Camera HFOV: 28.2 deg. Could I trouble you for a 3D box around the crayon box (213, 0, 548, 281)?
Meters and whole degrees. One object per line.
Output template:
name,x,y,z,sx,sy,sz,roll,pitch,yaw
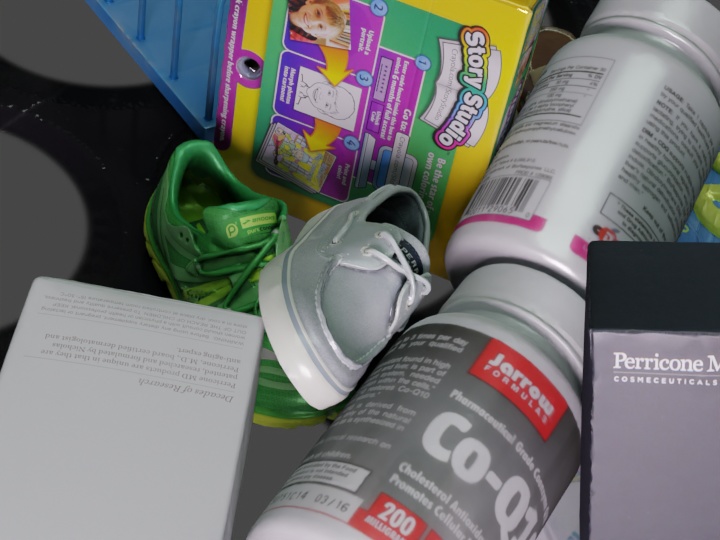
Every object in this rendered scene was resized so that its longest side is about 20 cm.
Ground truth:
crayon box,0.006,-0.111,0.845,0.170,0.202,0.059,21,44,8

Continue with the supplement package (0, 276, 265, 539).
supplement package,-0.117,0.121,0.647,0.115,0.118,0.202,10,44,-3

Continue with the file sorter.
file sorter,-0.094,-0.210,0.977,0.137,0.124,0.200,-21,54,-30

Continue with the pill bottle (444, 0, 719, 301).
pill bottle,0.138,-0.060,0.818,0.112,0.114,0.201,25,67,13

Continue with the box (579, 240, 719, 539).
box,0.196,0.090,0.629,0.197,0.185,0.104,2,23,8

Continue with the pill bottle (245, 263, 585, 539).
pill bottle,0.042,0.094,0.700,0.113,0.115,0.200,28,52,15

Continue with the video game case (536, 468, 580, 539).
video game case,0.166,0.107,0.795,0.180,0.022,0.202,-5,48,-18

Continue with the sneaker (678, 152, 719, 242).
sneaker,0.198,-0.041,0.908,0.103,0.077,0.201,3,32,0

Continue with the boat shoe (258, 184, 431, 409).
boat shoe,0.001,0.001,0.739,0.071,0.071,0.201,56,18,-14

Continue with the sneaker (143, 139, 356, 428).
sneaker,-0.068,0.006,0.796,0.073,0.084,0.201,-17,53,-28

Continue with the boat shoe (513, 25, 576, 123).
boat shoe,0.144,-0.105,0.964,0.074,0.072,0.202,4,45,-9
